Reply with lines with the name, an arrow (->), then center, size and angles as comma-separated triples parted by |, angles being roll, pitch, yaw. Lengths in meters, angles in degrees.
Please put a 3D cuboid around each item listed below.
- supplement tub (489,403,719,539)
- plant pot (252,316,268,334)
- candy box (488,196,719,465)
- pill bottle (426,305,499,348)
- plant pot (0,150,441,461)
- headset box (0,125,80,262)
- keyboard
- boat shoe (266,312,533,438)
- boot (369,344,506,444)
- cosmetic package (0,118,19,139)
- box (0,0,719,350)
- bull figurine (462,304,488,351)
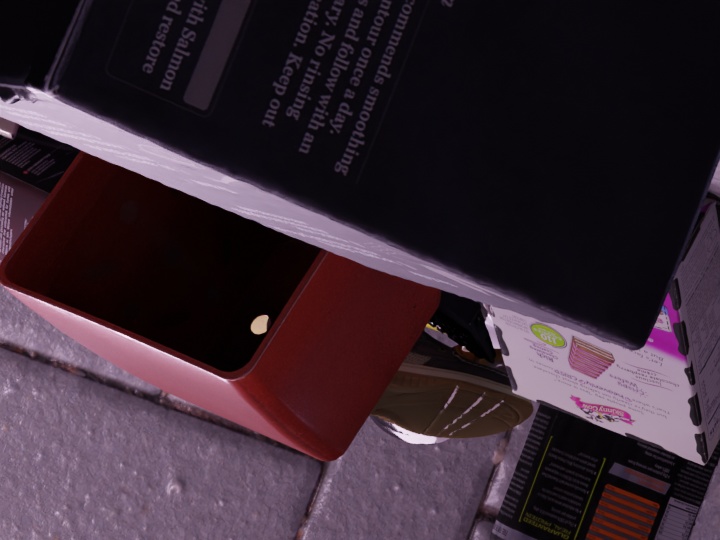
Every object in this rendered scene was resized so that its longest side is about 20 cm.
supplement tub -> 0.158, 0.145, 1.552 | 0.122, 0.201, 0.123 | 22, 179, 0
plant pot -> -0.026, -0.024, 1.793 | 0.199, 0.201, 0.142 | 22, 153, -20
candy box -> 0.143, 0.018, 1.387 | 0.136, 0.061, 0.200 | 21, 152, 26
pill bottle -> 0.096, 0.001, 1.879 | 0.112, 0.113, 0.200 | 22, 178, -18
plant pot -> -0.061, 0.000, 1.461 | 0.199, 0.200, 0.176 | 21, 158, 34
headset box -> -0.209, -0.069, 1.652 | 0.199, 0.075, 0.149 | 24, -145, 18
keyboard -> 0.000, 0.000, 1.613 | 0.200, 0.040, 0.104 | 32, 161, 30
boat shoe -> 0.026, 0.063, 1.597 | 0.200, 0.066, 0.072 | 11, 144, -29
boot -> 0.115, 0.059, 1.982 | 0.188, 0.200, 0.069 | -26, 99, 41
cosmetic package -> -0.300, -0.169, 1.561 | 0.199, 0.104, 0.073 | 20, 178, -6
box -> -0.017, -0.073, 0.742 | 0.199, 0.118, 0.197 | 23, 178, -25
bull figurine -> 0.091, -0.005, 1.678 | 0.199, 0.122, 0.065 | 3, 150, -27
